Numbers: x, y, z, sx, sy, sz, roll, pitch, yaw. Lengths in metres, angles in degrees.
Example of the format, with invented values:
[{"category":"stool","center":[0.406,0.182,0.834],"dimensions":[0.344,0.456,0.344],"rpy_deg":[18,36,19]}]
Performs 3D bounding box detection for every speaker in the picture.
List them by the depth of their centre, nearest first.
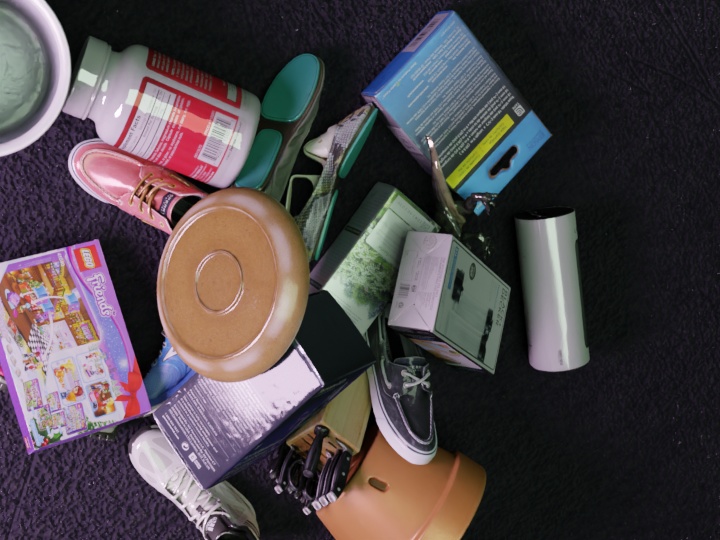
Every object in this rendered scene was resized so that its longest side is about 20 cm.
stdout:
[{"category":"speaker","center":[0.246,0.022,1.401],"dimensions":[0.080,0.081,0.204],"rpy_deg":[-12,102,-17]}]

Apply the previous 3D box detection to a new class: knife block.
[{"category":"knife block","center":[-0.030,0.180,1.278],"dimensions":[0.064,0.175,0.201],"rpy_deg":[40,85,-21]}]

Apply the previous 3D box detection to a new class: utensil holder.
[{"category":"utensil holder","center":[-0.379,-0.204,1.082],"dimensions":[0.167,0.200,0.174],"rpy_deg":[-3,100,-19]}]

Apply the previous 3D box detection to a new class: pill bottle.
[{"category":"pill bottle","center":[-0.218,-0.176,1.189],"dimensions":[0.197,0.112,0.114],"rpy_deg":[21,91,-21]}]

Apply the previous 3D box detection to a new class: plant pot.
[{"category":"plant pot","center":[-0.140,0.013,1.120],"dimensions":[0.027,0.197,0.204],"rpy_deg":[10,97,-59]},{"category":"plant pot","center":[0.040,0.279,1.321],"dimensions":[0.139,0.200,0.201],"rpy_deg":[38,85,-4]}]

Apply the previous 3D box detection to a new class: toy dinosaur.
[{"category":"toy dinosaur","center":[0.121,-0.064,1.307],"dimensions":[0.048,0.087,0.203],"rpy_deg":[-48,141,-38]}]

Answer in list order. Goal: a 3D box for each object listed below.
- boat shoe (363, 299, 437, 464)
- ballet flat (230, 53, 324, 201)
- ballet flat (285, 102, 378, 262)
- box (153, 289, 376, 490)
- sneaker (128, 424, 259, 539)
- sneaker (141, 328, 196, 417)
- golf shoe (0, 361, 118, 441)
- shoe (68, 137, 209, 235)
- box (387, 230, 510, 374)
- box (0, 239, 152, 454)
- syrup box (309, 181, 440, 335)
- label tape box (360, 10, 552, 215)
[{"category":"boat shoe","center":[0.053,0.128,1.295],"dimensions":[0.071,0.203,0.068],"rpy_deg":[6,142,-30]},{"category":"ballet flat","center":[-0.092,-0.156,1.263],"dimensions":[0.203,0.066,0.064],"rpy_deg":[-66,157,-19]},{"category":"ballet flat","center":[-0.045,-0.114,1.288],"dimensions":[0.071,0.072,0.203],"rpy_deg":[23,90,-21]},{"category":"box","center":[-0.103,0.127,1.195],"dimensions":[0.200,0.147,0.105],"rpy_deg":[-42,79,23]},{"category":"sneaker","center":[-0.184,0.262,1.269],"dimensions":[0.076,0.115,0.201],"rpy_deg":[-47,110,-6]},{"category":"sneaker","center":[-0.209,0.096,1.265],"dimensions":[0.199,0.079,0.090],"rpy_deg":[-38,91,-10]},{"category":"golf shoe","center":[-0.342,0.118,1.214],"dimensions":[0.199,0.077,0.089],"rpy_deg":[38,78,-21]},{"category":"shoe","center":[-0.228,-0.086,1.211],"dimensions":[0.198,0.091,0.072],"rpy_deg":[27,89,-21]},{"category":"box","center":[0.110,0.041,1.297],"dimensions":[0.200,0.059,0.119],"rpy_deg":[37,63,-57]},{"category":"box","center":[-0.322,0.080,1.181],"dimensions":[0.135,0.039,0.204],"rpy_deg":[-15,83,-31]},{"category":"syrup box","center":[0.000,0.000,1.310],"dimensions":[0.078,0.081,0.201],"rpy_deg":[37,88,-19]},{"category":"label tape box","center":[0.117,-0.191,1.330],"dimensions":[0.144,0.063,0.200],"rpy_deg":[-45,110,-6]}]
